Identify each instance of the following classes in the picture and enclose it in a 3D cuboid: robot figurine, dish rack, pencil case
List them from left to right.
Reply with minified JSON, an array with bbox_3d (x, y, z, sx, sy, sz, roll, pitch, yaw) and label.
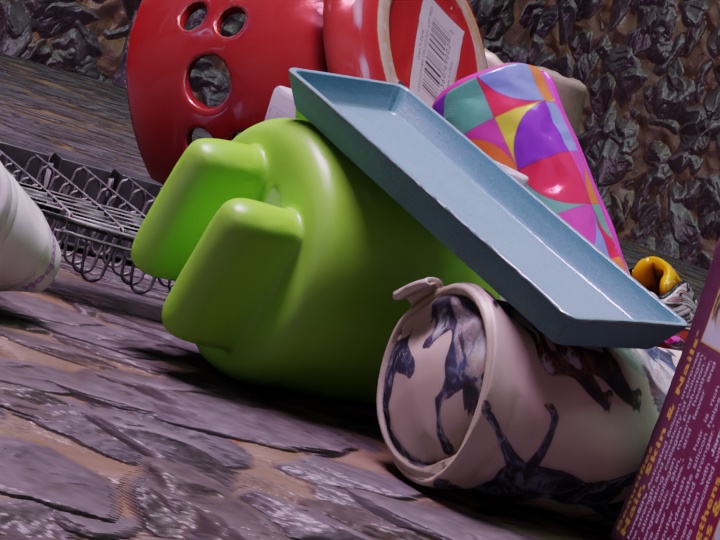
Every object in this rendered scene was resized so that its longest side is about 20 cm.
[{"bbox_3d":[-0.145,-0.025,1.025,0.152,0.055,0.200,13,9,-28],"label":"dish rack"},{"bbox_3d":[0.000,0.000,0.885,0.199,0.116,0.176,12,31,-37],"label":"robot figurine"},{"bbox_3d":[0.114,-0.028,1.194,0.201,0.088,0.088,65,19,11],"label":"pencil case"},{"bbox_3d":[0.103,0.059,0.798,0.198,0.078,0.090,14,51,-26],"label":"pencil case"}]

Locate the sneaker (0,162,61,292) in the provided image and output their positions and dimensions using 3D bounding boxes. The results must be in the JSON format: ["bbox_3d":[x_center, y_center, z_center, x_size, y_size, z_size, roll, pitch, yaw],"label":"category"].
[{"bbox_3d":[-0.218,-0.032,0.862,0.199,0.075,0.100,21,-12,28],"label":"sneaker"}]

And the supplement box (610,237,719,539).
[{"bbox_3d":[0.173,0.073,0.661,0.102,0.132,0.200,18,6,-10],"label":"supplement box"}]

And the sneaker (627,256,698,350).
[{"bbox_3d":[0.219,0.038,1.381,0.199,0.083,0.078,14,7,-39],"label":"sneaker"}]

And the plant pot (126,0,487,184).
[{"bbox_3d":[-0.028,-0.124,1.295,0.181,0.203,0.200,-12,-12,33],"label":"plant pot"}]

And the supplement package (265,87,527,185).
[{"bbox_3d":[0.002,-0.025,1.081,0.109,0.115,0.200,15,7,-13],"label":"supplement package"}]

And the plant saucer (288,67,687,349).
[{"bbox_3d":[0.045,-0.027,0.801,0.069,0.019,0.200,5,29,-42],"label":"plant saucer"}]

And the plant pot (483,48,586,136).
[{"bbox_3d":[0.077,-0.067,1.433,0.199,0.185,0.200,18,5,-2],"label":"plant pot"}]
